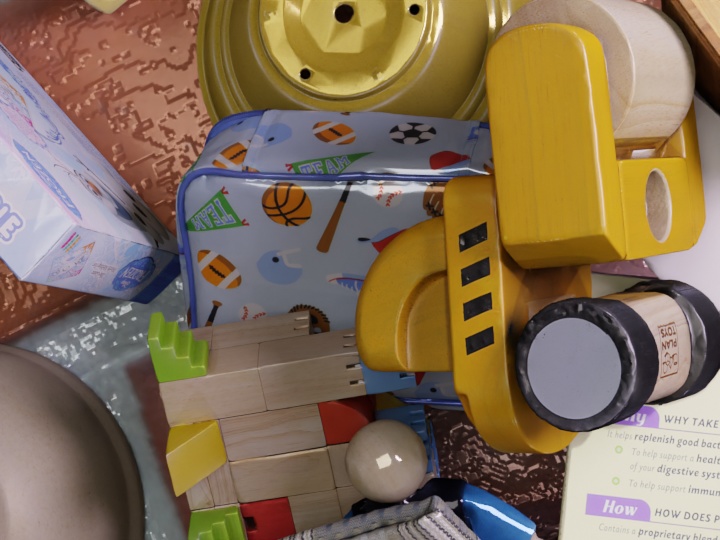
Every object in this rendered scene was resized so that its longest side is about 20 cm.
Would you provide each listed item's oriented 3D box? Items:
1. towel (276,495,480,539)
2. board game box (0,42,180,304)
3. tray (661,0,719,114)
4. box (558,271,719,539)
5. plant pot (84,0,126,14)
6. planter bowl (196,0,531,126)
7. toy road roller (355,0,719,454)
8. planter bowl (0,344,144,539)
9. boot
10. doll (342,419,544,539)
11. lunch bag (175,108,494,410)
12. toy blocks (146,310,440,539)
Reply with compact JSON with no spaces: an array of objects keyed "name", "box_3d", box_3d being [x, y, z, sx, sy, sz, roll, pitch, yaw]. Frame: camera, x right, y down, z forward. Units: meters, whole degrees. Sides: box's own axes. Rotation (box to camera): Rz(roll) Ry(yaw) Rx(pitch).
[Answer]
[{"name":"towel","box_3d":[0.013,0.201,0.931,0.199,0.035,0.193,-22,120,34]},{"name":"board game box","box_3d":[-0.191,-0.072,0.990,0.043,0.199,0.200,-44,79,4]},{"name":"tray","box_3d":[0.186,-0.090,0.921,0.037,0.200,0.099,-35,80,4]},{"name":"box","box_3d":[0.192,0.110,0.958,0.175,0.097,0.201,5,87,11]},{"name":"plant pot","box_3d":[-0.159,-0.296,1.015,0.195,0.194,0.200,-43,70,4]},{"name":"planter bowl","box_3d":[-0.003,-0.130,1.019,0.199,0.083,0.202,-1,85,11]},{"name":"toy road roller","box_3d":[0.073,-0.018,0.858,0.145,0.123,0.201,-2,93,29]},{"name":"planter bowl","box_3d":[-0.228,0.136,1.014,0.199,0.135,0.202,-1,85,10]},{"name":"boot","box_3d":[0.156,-0.055,0.954,0.073,0.090,0.201,-33,62,13]},{"name":"doll","box_3d":[0.032,0.157,0.947,0.136,0.049,0.201,-11,125,10]},{"name":"lunch bag","box_3d":[0.000,0.000,0.990,0.199,0.076,0.161,4,123,12]},{"name":"toy blocks","box_3d":[-0.019,0.098,0.974,0.136,0.100,0.201,-9,118,4]}]
